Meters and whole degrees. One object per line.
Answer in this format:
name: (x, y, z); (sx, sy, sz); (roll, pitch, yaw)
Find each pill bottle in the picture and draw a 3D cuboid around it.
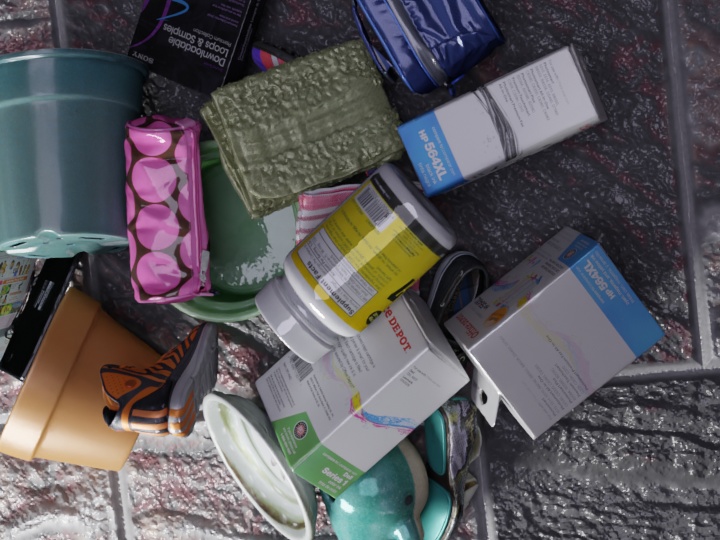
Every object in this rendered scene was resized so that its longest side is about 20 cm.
pill bottle: (-0.007, -0.005, 1.595); (0.200, 0.114, 0.114); (-42, 86, 9)

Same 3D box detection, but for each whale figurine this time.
whale figurine: (0.001, 0.270, 1.721); (0.159, 0.103, 0.202); (31, 121, 41)

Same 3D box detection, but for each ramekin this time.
ramekin: (-0.144, -0.047, 1.736); (0.198, 0.098, 0.202); (1, 96, 12)

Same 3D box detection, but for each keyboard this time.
keyboard: (-0.359, 0.034, 1.804); (0.039, 0.104, 0.201); (28, 83, -34)

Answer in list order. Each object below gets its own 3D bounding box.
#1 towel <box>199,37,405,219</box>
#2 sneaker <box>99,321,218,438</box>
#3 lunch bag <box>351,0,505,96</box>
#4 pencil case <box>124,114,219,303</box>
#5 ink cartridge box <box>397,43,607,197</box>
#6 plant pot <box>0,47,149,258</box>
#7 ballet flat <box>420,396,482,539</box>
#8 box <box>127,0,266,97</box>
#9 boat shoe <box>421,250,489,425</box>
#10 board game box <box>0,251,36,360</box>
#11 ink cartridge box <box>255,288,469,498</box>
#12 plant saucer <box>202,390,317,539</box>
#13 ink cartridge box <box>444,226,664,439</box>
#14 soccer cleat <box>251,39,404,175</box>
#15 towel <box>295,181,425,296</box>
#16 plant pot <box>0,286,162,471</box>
towel: (-0.059, -0.155, 1.657); (0.199, 0.036, 0.149); (-24, 86, -6)
sneaker: (-0.220, 0.110, 1.670); (0.111, 0.200, 0.078); (2, 113, 9)
lunch bag: (0.060, -0.279, 1.647); (0.132, 0.136, 0.201); (-29, 88, 10)
pencil case: (-0.202, -0.066, 1.653); (0.093, 0.090, 0.202); (1, 99, 48)
ink cartridge box: (0.154, -0.157, 1.636); (0.199, 0.146, 0.085); (-24, 89, 14)
plant pot: (-0.329, -0.121, 1.698); (0.198, 0.200, 0.198); (-5, 82, 13)
ballet flat: (0.103, 0.226, 1.720); (0.071, 0.072, 0.202); (11, 120, 11)
box: (-0.174, -0.304, 1.730); (0.142, 0.036, 0.201); (24, 102, 27)
boat shoe: (0.094, 0.078, 1.707); (0.068, 0.057, 0.202); (11, 97, -20)
board game box: (-0.453, 0.042, 1.789); (0.064, 0.147, 0.201); (23, 100, 11)
ink cartridge box: (0.000, 0.118, 1.649); (0.200, 0.145, 0.084); (-42, 130, 11)
plant saucer: (-0.100, 0.210, 1.729); (0.050, 0.200, 0.201); (-34, 87, -23)
ink cartridge box: (0.191, 0.070, 1.626); (0.200, 0.129, 0.126); (-38, 103, 0)
soccer cleat: (-0.046, -0.184, 1.718); (0.199, 0.068, 0.073); (33, 97, 4)
towel: (0.000, 0.000, 1.681); (0.145, 0.030, 0.202); (-5, 118, -16)
plant pot: (-0.309, 0.139, 1.754); (0.139, 0.200, 0.201); (25, 101, -8)
